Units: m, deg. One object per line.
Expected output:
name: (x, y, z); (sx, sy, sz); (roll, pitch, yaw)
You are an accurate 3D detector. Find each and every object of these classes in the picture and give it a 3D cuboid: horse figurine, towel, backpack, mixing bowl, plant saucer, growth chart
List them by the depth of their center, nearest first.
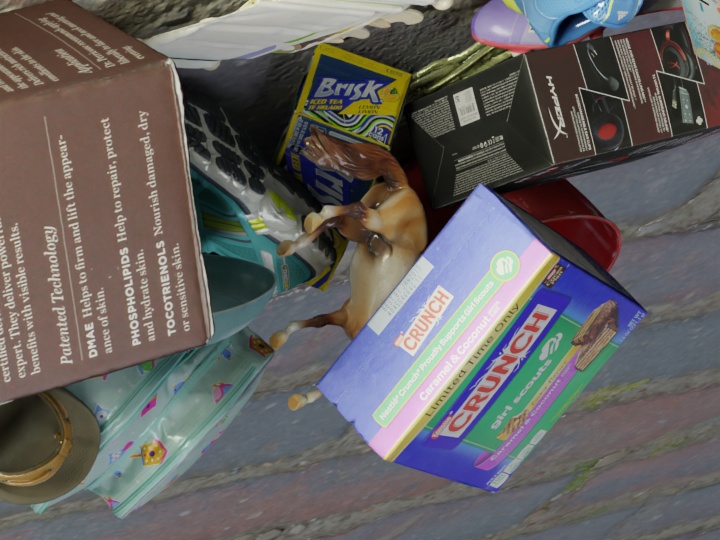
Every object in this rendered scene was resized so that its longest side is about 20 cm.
growth chart: (-0.057, -0.142, 1.328); (0.199, 0.018, 0.144); (-11, 173, 37)
plant saucer: (-0.149, 0.023, 1.368); (0.199, 0.028, 0.200); (-2, -167, 0)
horse figurine: (0.000, 0.000, 1.459); (0.132, 0.050, 0.201); (-21, 125, -41)
backpack: (-0.169, 0.079, 1.554); (0.176, 0.154, 0.200); (-42, 176, 39)
mixing bowl: (0.074, -0.023, 1.620); (0.199, 0.109, 0.200); (-21, 155, -10)
towel: (0.069, -0.101, 1.635); (0.148, 0.037, 0.200); (-27, 157, 4)

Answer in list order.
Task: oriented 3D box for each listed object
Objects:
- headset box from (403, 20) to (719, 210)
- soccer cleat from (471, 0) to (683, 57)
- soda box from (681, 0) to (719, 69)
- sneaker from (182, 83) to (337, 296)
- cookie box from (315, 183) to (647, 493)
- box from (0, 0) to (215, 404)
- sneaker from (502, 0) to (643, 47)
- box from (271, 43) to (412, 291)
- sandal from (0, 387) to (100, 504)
headset box: (0.153, -0.106, 1.480); (0.199, 0.075, 0.148); (-14, 178, -32)
soccer cleat: (0.166, -0.196, 1.509); (0.199, 0.067, 0.077); (-13, 119, -10)
soda box: (0.224, -0.205, 1.350); (0.068, 0.064, 0.200); (-38, 138, -15)
sneaker: (-0.094, -0.045, 1.445); (0.079, 0.078, 0.200); (-33, 129, 15)
cookie box: (0.083, 0.051, 1.490); (0.171, 0.075, 0.200); (-51, 154, 7)
box: (-0.207, -0.034, 1.222); (0.199, 0.166, 0.165); (-16, 115, -22)
sneaker: (0.164, -0.211, 1.387); (0.076, 0.105, 0.200); (-3, 150, -44)
box: (-0.026, -0.067, 1.537); (0.070, 0.065, 0.200); (19, 149, -4)
sandal: (-0.208, 0.093, 1.363); (0.054, 0.081, 0.200); (15, 165, 27)
